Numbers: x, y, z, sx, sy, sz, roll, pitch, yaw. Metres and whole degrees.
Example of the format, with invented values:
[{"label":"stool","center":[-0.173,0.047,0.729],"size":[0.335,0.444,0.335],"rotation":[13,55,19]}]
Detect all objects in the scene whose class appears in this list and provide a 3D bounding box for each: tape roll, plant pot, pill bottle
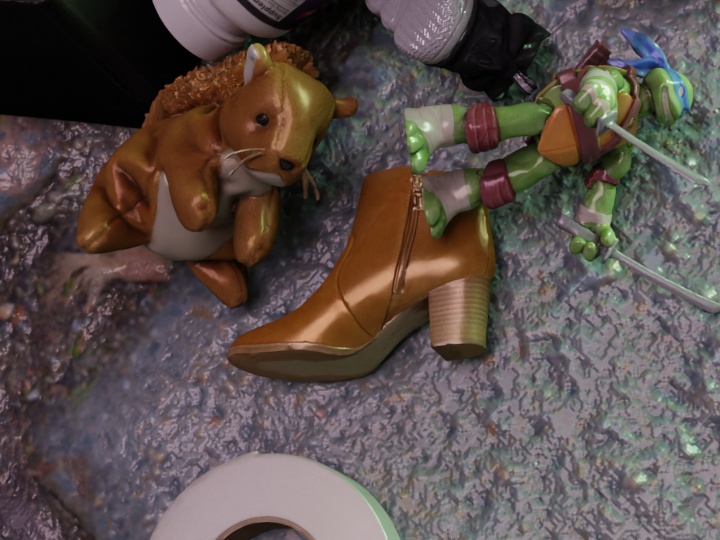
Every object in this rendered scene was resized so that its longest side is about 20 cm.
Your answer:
[{"label":"tape roll","center":[-0.063,0.229,1.206],"size":[0.202,0.037,0.204],"rotation":[-6,73,20]},{"label":"plant pot","center":[-0.241,-0.239,1.338],"size":[0.199,0.177,0.201],"rotation":[8,78,24]},{"label":"pill bottle","center":[-0.059,-0.243,1.264],"size":[0.200,0.111,0.112],"rotation":[-34,64,27]}]

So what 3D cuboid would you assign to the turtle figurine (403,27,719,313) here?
[{"label":"turtle figurine","center":[0.134,-0.063,1.133],"size":[0.193,0.144,0.201],"rotation":[-11,78,8]}]

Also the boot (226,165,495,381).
[{"label":"boot","center":[0.000,0.000,1.239],"size":[0.200,0.071,0.145],"rotation":[-7,67,14]}]

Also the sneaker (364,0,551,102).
[{"label":"sneaker","center":[0.072,-0.187,1.260],"size":[0.076,0.114,0.200],"rotation":[-51,27,19]}]

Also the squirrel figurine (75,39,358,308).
[{"label":"squirrel figurine","center":[-0.092,-0.101,1.241],"size":[0.187,0.141,0.200],"rotation":[-43,29,39]}]
